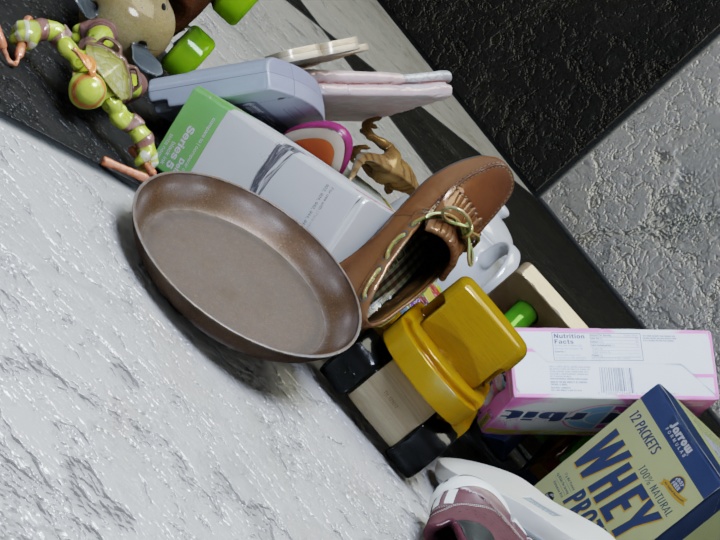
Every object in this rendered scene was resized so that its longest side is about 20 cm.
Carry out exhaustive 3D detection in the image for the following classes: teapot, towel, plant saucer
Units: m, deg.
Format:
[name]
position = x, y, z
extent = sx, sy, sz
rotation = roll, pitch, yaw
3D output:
[teapot]
position = 0.113, -0.024, 1.956
extent = 0.200, 0.146, 0.197
rotation = 53, 13, 22
[towel]
position = -0.030, -0.182, 1.765
extent = 0.190, 0.032, 0.200
rotation = -2, -3, -27
[plant saucer]
position = -0.091, 0.002, 1.286
extent = 0.200, 0.032, 0.201
rotation = 29, 27, -17

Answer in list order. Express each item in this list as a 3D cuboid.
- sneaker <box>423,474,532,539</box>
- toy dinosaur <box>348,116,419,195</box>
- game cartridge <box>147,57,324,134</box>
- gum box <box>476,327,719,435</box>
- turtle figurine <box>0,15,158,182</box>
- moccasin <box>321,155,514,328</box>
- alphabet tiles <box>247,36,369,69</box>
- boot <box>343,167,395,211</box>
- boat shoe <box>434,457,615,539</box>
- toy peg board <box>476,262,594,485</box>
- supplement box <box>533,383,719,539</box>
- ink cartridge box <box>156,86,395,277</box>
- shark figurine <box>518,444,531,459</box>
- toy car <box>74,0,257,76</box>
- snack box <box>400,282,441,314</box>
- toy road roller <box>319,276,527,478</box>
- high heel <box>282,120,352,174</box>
[sneaker]
position = 0.116, 0.252, 1.282
extent = 0.200, 0.076, 0.116
rotation = 43, 21, 3
[toy dinosaur]
position = 0.025, -0.113, 1.804
extent = 0.106, 0.060, 0.200
rotation = 50, 12, 32
[game cartridge]
position = -0.105, -0.155, 1.585
extent = 0.200, 0.133, 0.041
rotation = 31, 55, -77
[gum box]
position = 0.204, 0.102, 1.518
extent = 0.114, 0.199, 0.066
rotation = 116, -27, -65
[turtle figurine]
position = -0.221, -0.167, 1.395
extent = 0.200, 0.064, 0.161
rotation = 45, 12, -14
[moccasin]
position = 0.057, -0.024, 1.389
extent = 0.078, 0.201, 0.074
rotation = 20, -43, 47
[alphabet tiles]
position = -0.096, -0.198, 1.654
extent = 0.195, 0.200, 0.015
rotation = -17, 95, -40
[boot]
position = -0.010, -0.059, 1.806
extent = 0.155, 0.072, 0.200
rotation = 35, 12, -50
[boat shoe]
position = 0.130, 0.216, 1.403
extent = 0.200, 0.069, 0.072
rotation = 25, 14, 41
[toy peg board]
position = 0.157, 0.128, 1.659
extent = 0.200, 0.098, 0.199
rotation = 49, -33, 2
[supplement box]
position = 0.262, 0.246, 1.473
extent = 0.200, 0.200, 0.134
rotation = 40, 14, -35
[ink cartridge box]
position = -0.060, -0.061, 1.470
extent = 0.200, 0.084, 0.145
rotation = 35, 4, 28
[shark figurine]
position = 0.250, 0.213, 1.833
extent = 0.214, 0.089, 0.128
rotation = 39, 16, -29
[toy car]
position = -0.203, -0.253, 1.580
extent = 0.164, 0.158, 0.200
rotation = 42, 24, -10
[snack box]
position = 0.000, 0.000, 1.654
extent = 0.169, 0.068, 0.200
rotation = 47, 10, -6
[toy road roller]
position = 0.067, 0.076, 1.441
extent = 0.123, 0.146, 0.200
rotation = 51, 11, 1
[high heel]
position = -0.033, -0.120, 1.621
extent = 0.068, 0.096, 0.200
rotation = 53, -26, -7
